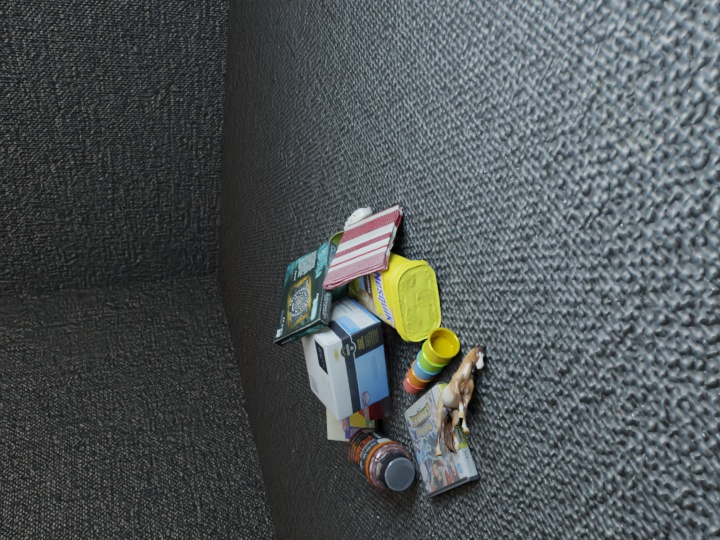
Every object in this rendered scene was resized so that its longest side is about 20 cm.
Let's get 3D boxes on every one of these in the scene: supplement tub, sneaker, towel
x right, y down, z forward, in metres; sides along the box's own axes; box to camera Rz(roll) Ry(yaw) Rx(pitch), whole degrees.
[{"bbox_3d":[0.048,0.426,1.293,0.200,0.106,0.108,177,87,-68],"label":"supplement tub"},{"bbox_3d":[0.002,-0.061,1.346,0.081,0.075,0.201,47,142,31],"label":"sneaker"},{"bbox_3d":[0.008,-0.048,1.149,0.023,0.144,0.200,54,-147,-27],"label":"towel"}]

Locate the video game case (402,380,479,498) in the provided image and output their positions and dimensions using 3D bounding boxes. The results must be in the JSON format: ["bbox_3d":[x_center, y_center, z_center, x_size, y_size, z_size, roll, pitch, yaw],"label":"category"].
[{"bbox_3d":[0.148,0.334,1.119,0.200,0.025,0.181,120,139,-56],"label":"video game case"}]

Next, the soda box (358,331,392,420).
[{"bbox_3d":[0.028,0.243,1.352,0.070,0.063,0.201,-178,82,-68],"label":"soda box"}]

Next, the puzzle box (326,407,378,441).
[{"bbox_3d":[-0.023,0.325,1.431,0.132,0.025,0.201,-1,92,24],"label":"puzzle box"}]

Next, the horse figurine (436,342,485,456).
[{"bbox_3d":[0.162,0.229,0.972,0.200,0.050,0.133,100,180,-46],"label":"horse figurine"}]

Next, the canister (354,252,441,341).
[{"bbox_3d":[0.064,0.038,1.136,0.200,0.086,0.149,27,132,60],"label":"canister"}]

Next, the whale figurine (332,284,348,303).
[{"bbox_3d":[-0.061,0.030,1.263,0.200,0.104,0.160,-25,41,61],"label":"whale figurine"}]

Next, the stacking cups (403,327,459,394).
[{"bbox_3d":[0.130,0.184,1.093,0.200,0.060,0.061,107,149,-53],"label":"stacking cups"}]

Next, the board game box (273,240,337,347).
[{"bbox_3d":[-0.110,0.046,1.176,0.135,0.028,0.201,-27,42,34],"label":"board game box"}]

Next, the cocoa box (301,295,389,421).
[{"bbox_3d":[-0.033,0.181,1.206,0.133,0.131,0.201,36,141,50],"label":"cocoa box"}]

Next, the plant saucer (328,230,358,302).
[{"bbox_3d":[0.000,0.000,1.311,0.200,0.031,0.201,23,127,35],"label":"plant saucer"}]
